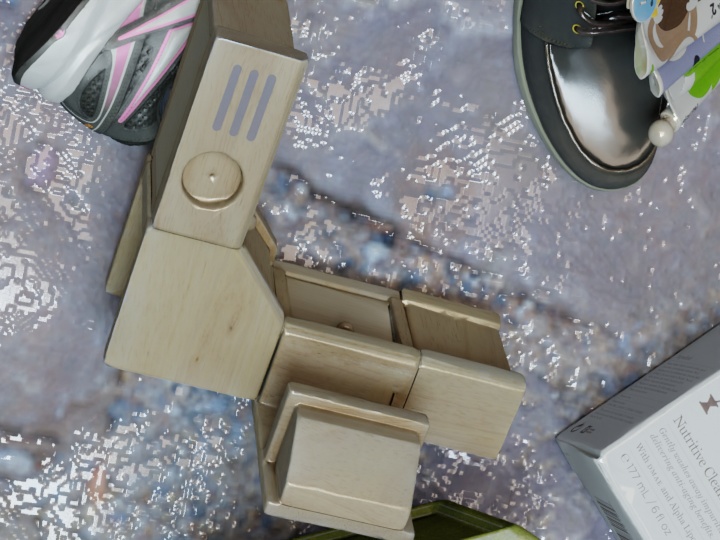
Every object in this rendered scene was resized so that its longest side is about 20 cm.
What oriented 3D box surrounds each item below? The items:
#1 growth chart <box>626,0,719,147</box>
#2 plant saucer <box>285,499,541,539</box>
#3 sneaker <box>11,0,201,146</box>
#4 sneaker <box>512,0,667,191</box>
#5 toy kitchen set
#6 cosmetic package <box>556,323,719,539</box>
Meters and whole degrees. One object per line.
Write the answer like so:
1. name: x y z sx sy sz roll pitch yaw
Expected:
1. growth chart: 0.164 -0.158 1.068 0.145 0.018 0.201 -48 146 -36
2. plant saucer: -0.004 0.153 1.044 0.199 0.200 0.048 -14 92 -12
3. sneaker: -0.078 -0.146 1.077 0.086 0.080 0.200 41 92 -24
4. sneaker: 0.122 -0.137 1.098 0.074 0.106 0.201 -9 96 -12
5. toy kitchen set: 0.000 0.000 1.019 0.199 0.163 0.181 14 117 -14
6. cosmetic package: 0.217 0.081 1.150 0.200 0.081 0.113 -35 99 -8
